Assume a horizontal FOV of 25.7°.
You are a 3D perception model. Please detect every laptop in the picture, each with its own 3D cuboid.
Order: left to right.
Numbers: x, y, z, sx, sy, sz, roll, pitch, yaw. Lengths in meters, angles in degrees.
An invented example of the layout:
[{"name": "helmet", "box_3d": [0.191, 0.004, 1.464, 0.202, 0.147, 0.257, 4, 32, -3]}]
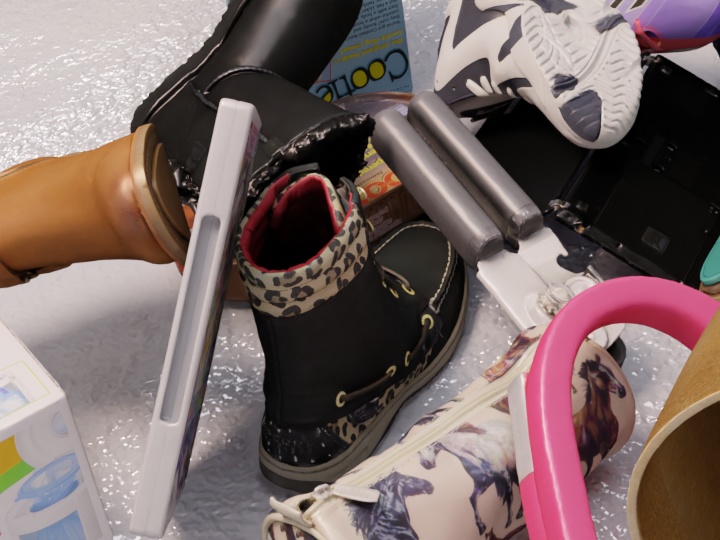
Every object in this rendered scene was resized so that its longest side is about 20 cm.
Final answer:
[{"name": "laptop", "box_3d": [0.159, -0.045, 0.985, 0.200, 0.103, 0.177, 32, 50, 5]}]

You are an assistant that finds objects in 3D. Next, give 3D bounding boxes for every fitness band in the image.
[{"name": "fitness band", "box_3d": [0.146, 0.096, 0.739, 0.143, 0.037, 0.200, 2, 61, -17]}]

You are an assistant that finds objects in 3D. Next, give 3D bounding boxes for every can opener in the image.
[{"name": "can opener", "box_3d": [0.073, -0.017, 0.887, 0.053, 0.066, 0.200, -27, 63, -20]}]

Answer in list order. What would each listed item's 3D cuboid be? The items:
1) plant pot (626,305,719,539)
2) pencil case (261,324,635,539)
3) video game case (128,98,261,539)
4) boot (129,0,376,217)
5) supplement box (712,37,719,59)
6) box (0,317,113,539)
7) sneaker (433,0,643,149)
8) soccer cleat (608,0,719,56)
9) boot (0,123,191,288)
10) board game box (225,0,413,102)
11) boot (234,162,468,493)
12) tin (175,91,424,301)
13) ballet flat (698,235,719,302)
[{"name": "plant pot", "box_3d": [0.226, 0.046, 0.685, 0.186, 0.187, 0.200, 7, 42, 17]}, {"name": "pencil case", "box_3d": [0.047, 0.100, 0.773, 0.200, 0.090, 0.078, -33, 46, -28]}, {"name": "video game case", "box_3d": [-0.078, 0.019, 0.773, 0.018, 0.200, 0.143, 12, 2, -3]}, {"name": "boot", "box_3d": [-0.043, -0.103, 0.943, 0.198, 0.073, 0.162, -45, 38, -4]}, {"name": "supplement box", "box_3d": [0.336, -0.158, 0.986, 0.200, 0.110, 0.109, 3, 40, -4]}, {"name": "box", "box_3d": [-0.241, 0.120, 0.778, 0.200, 0.113, 0.101, -30, 44, -22]}, {"name": "sneaker", "box_3d": [0.104, -0.121, 0.997, 0.079, 0.130, 0.199, -13, 53, -25]}, {"name": "soccer cleat", "box_3d": [0.162, -0.160, 1.045, 0.076, 0.067, 0.200, -47, 29, -19]}, {"name": "boot", "box_3d": [-0.173, -0.025, 0.815, 0.155, 0.077, 0.200, -17, 17, -10]}, {"name": "board game box", "box_3d": [-0.039, -0.214, 1.065, 0.105, 0.200, 0.103, -19, 41, -11]}, {"name": "boot", "box_3d": [0.001, 0.001, 0.845, 0.073, 0.154, 0.204, 14, 44, 23]}, {"name": "tin", "box_3d": [-0.029, -0.048, 0.990, 0.200, 0.042, 0.112, -30, 38, -21]}, {"name": "ballet flat", "box_3d": [0.241, -0.024, 0.889, 0.068, 0.072, 0.200, -32, 16, 35]}]
